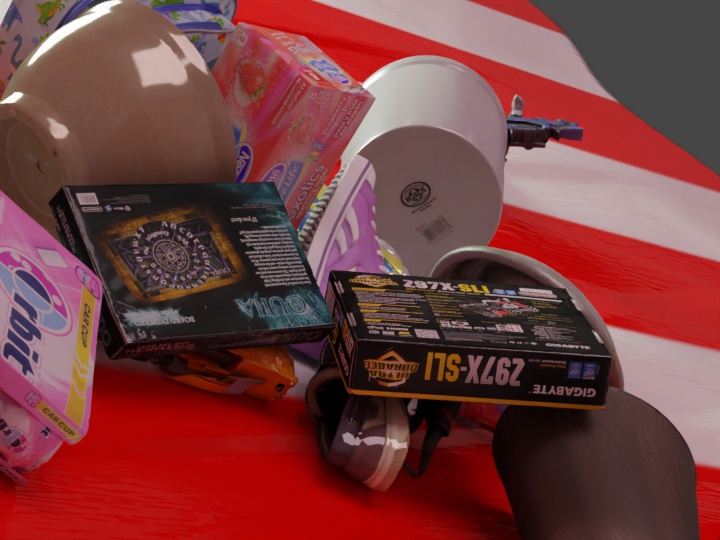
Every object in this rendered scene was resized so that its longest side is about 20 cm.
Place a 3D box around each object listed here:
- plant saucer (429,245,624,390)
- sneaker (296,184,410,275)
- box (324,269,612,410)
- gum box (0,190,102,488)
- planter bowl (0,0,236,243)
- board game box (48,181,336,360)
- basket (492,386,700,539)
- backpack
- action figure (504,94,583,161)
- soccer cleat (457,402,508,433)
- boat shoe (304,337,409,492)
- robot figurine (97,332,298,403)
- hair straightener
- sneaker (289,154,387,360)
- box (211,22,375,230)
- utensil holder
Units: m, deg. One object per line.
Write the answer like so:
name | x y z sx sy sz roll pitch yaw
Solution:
plant saucer | 0.150 0.049 1.837 0.200 0.200 0.050 36 57 14
sneaker | -0.038 -0.007 1.896 0.105 0.076 0.200 -6 36 -35
box | 0.080 0.052 1.654 0.200 0.049 0.160 4 17 -10
gum box | -0.235 0.040 1.398 0.113 0.066 0.200 44 19 -24
planter bowl | -0.215 -0.098 1.698 0.200 0.200 0.135 40 49 25
board game box | -0.123 -0.003 1.592 0.200 0.028 0.135 -3 60 -42
basket | 0.190 0.200 1.612 0.180 0.136 0.200 34 22 -18
backpack | -0.213 -0.191 1.899 0.200 0.183 0.147 0 35 -47
action figure | 0.151 -0.140 2.439 0.200 0.105 0.194 6 24 4
soccer cleat | 0.114 0.114 1.827 0.200 0.068 0.073 38 43 12
boat shoe | -0.010 0.096 1.658 0.065 0.072 0.200 24 23 -21
robot figurine | -0.141 0.027 1.621 0.200 0.058 0.145 21 44 -26
hair straightener | 0.059 0.098 1.750 0.041 0.077 0.200 61 33 -31
sneaker | 0.000 0.000 1.824 0.114 0.073 0.201 27 56 -11
box | -0.092 -0.096 1.813 0.103 0.200 0.095 43 21 28
utensil holder | 0.061 -0.103 2.111 0.170 0.170 0.200 28 21 -8
